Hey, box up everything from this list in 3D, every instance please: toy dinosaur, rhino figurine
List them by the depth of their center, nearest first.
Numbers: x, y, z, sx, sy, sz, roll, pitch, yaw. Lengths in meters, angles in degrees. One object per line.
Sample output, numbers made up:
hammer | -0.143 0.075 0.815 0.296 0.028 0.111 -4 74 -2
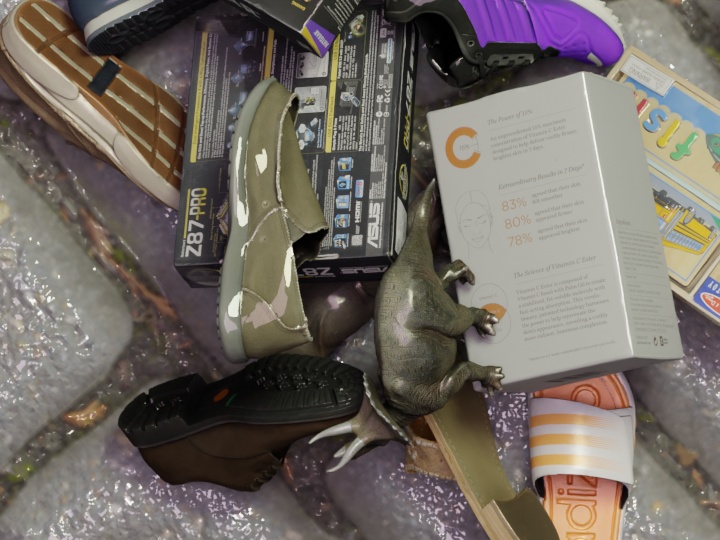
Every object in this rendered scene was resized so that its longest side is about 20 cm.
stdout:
toy dinosaur | 0.041 0.042 1.593 0.077 0.102 0.200 20 105 40
rhino figurine | 0.000 0.000 1.711 0.200 0.087 0.060 -35 48 -1

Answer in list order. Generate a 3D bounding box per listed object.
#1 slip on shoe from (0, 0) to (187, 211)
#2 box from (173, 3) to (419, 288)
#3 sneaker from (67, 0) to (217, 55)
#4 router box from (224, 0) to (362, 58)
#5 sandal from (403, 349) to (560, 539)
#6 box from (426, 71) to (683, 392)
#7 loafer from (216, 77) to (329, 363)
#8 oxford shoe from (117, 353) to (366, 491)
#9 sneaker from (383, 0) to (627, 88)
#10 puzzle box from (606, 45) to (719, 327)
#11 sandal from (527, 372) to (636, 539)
slip on shoe | -0.188 -0.111 1.732 0.200 0.061 0.076 40 44 -8
box | -0.044 -0.089 1.683 0.161 0.049 0.200 -3 67 13
sneaker | -0.122 -0.234 1.712 0.200 0.070 0.082 -26 74 -5
router box | -0.065 -0.262 1.641 0.200 0.052 0.157 33 86 23
sandal | 0.061 0.136 1.705 0.070 0.078 0.212 -41 69 30
box | 0.135 -0.024 1.659 0.124 0.097 0.200 -13 81 27
loafer | -0.054 -0.033 1.604 0.070 0.075 0.200 3 74 5
oxford shoe | -0.069 0.112 1.690 0.200 0.073 0.085 -12 119 33
sneaker | 0.095 -0.170 1.689 0.200 0.070 0.100 24 83 -28
puzzle box | 0.232 -0.056 1.697 0.200 0.025 0.133 36 89 25
sandal | 0.162 0.156 1.707 0.079 0.059 0.207 -1 87 1
